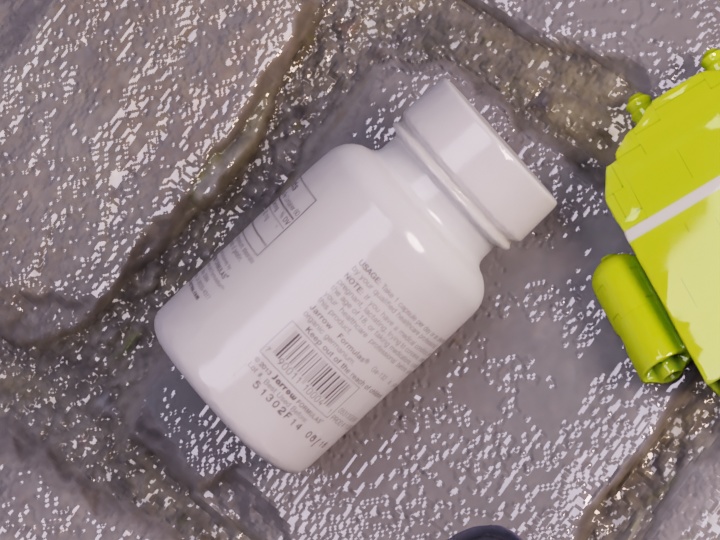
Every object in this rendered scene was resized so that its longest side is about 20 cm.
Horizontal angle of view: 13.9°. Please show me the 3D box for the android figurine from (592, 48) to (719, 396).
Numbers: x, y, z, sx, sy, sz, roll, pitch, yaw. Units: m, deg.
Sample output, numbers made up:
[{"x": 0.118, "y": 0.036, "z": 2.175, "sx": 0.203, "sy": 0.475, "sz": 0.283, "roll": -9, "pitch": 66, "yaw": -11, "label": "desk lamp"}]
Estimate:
[{"x": 0.202, "y": -0.021, "z": 1.504, "sx": 0.182, "sy": 0.041, "sz": 0.201, "roll": -33, "pitch": 66, "yaw": 9, "label": "android figurine"}]

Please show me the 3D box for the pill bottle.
[{"x": 0.000, "y": 0.000, "z": 1.534, "sx": 0.200, "sy": 0.114, "sz": 0.114, "roll": -43, "pitch": 65, "yaw": 5, "label": "pill bottle"}]

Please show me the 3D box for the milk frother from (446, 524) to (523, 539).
[{"x": 0.092, "y": 0.253, "z": 1.367, "sx": 0.180, "sy": 0.188, "sz": 0.201, "roll": -38, "pitch": 38, "yaw": 37, "label": "milk frother"}]
